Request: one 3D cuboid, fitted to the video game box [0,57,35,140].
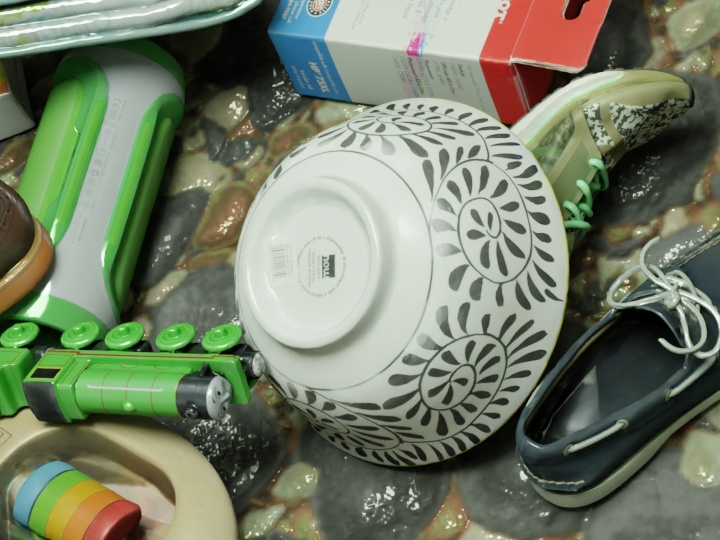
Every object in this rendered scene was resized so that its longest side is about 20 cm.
[{"bbox_3d":[-0.328,-0.139,1.260,0.200,0.047,0.182,-21,58,5],"label":"video game box"}]

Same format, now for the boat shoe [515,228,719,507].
[{"bbox_3d":[0.156,0.036,0.984,0.200,0.062,0.075,-40,54,-9],"label":"boat shoe"}]

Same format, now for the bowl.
[{"bbox_3d":[0.000,0.000,0.987,0.201,0.094,0.201,-5,80,34],"label":"bowl"}]

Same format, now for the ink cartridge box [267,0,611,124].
[{"bbox_3d":[0.060,-0.156,1.130,0.200,0.067,0.116,11,62,24],"label":"ink cartridge box"}]

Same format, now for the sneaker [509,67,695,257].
[{"bbox_3d":[0.106,-0.036,1.049,0.200,0.077,0.089,-31,65,6],"label":"sneaker"}]

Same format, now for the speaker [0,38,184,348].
[{"bbox_3d":[-0.164,-0.042,1.122,0.088,0.088,0.200,3,60,19],"label":"speaker"}]

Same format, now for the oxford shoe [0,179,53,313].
[{"bbox_3d":[-0.262,0.021,1.013,0.200,0.073,0.071,-43,53,-14],"label":"oxford shoe"}]

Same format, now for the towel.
[{"bbox_3d":[-0.160,-0.170,1.142,0.200,0.048,0.171,-9,16,-7],"label":"towel"}]

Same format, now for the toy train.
[{"bbox_3d":[-0.145,0.056,1.008,0.200,0.042,0.056,0,34,27],"label":"toy train"}]

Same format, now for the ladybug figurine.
[{"bbox_3d":[-0.144,0.141,1.004,0.200,0.072,0.136,28,62,35],"label":"ladybug figurine"}]
